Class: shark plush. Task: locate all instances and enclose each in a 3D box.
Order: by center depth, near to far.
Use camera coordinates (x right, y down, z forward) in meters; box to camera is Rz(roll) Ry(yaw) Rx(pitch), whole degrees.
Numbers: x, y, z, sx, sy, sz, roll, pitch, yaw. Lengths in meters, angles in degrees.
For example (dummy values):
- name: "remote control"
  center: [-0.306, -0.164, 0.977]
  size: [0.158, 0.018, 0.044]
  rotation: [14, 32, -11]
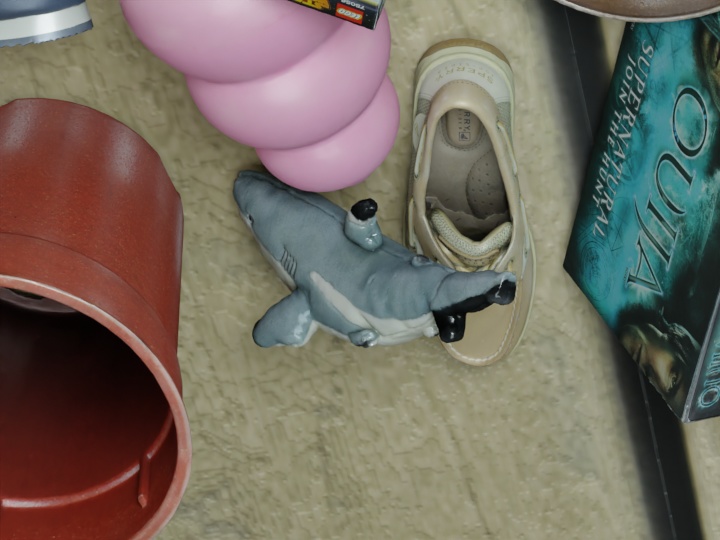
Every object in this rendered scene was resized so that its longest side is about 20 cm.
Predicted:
- name: "shark plush"
  center: [0.000, 0.000, 1.500]
  size: [0.091, 0.200, 0.084]
  rotation: [-24, 113, -20]

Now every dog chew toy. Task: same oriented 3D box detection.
- name: "dog chew toy"
  center: [-0.041, -0.118, 1.448]
  size: [0.124, 0.125, 0.200]
  rotation: [-16, 131, 16]

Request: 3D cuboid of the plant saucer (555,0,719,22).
- name: "plant saucer"
  center: [0.135, -0.217, 1.388]
  size: [0.199, 0.032, 0.201]
  rotation: [6, 118, 11]

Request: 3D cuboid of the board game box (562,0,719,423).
- name: "board game box"
  center: [0.163, -0.041, 1.476]
  size: [0.028, 0.135, 0.201]
  rotation: [-9, 131, -24]

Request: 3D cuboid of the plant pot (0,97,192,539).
- name: "plant pot"
  center: [-0.175, 0.025, 1.513]
  size: [0.200, 0.196, 0.202]
  rotation: [3, 127, 3]

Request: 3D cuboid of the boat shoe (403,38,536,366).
- name: "boat shoe"
  center: [0.056, -0.023, 1.539]
  size: [0.072, 0.065, 0.201]
  rotation: [0, 127, 5]

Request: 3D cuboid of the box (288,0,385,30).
- name: "box"
  center: [-0.063, -0.208, 1.351]
  size: [0.199, 0.137, 0.040]
  rotation: [20, 159, 2]

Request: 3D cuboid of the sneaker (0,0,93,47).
- name: "sneaker"
  center: [-0.234, -0.155, 1.477]
  size: [0.199, 0.070, 0.083]
  rotation: [-2, 105, 7]
